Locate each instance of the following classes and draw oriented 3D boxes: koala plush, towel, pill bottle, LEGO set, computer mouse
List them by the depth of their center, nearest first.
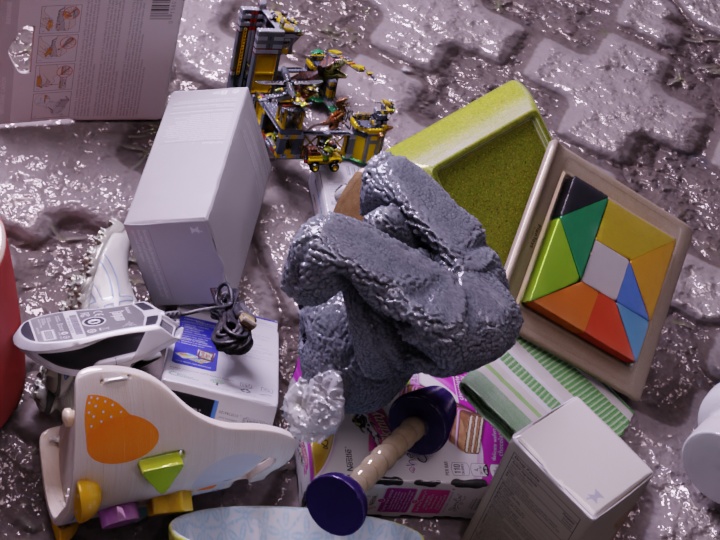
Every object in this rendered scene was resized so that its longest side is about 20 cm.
[{"bbox_3d":[0.014,0.048,1.254,0.184,0.200,0.177,40,39,4],"label":"koala plush"},{"bbox_3d":[-0.186,0.056,1.280,0.199,0.044,0.110,-8,22,-15],"label":"computer mouse"},{"bbox_3d":[0.170,0.120,1.382,0.153,0.023,0.200,45,28,2],"label":"towel"},{"bbox_3d":[0.387,0.132,1.447,0.111,0.111,0.200,40,50,17],"label":"pill bottle"},{"bbox_3d":[-0.050,-0.198,1.555,0.153,0.116,0.200,2,33,-18],"label":"LEGO set"}]

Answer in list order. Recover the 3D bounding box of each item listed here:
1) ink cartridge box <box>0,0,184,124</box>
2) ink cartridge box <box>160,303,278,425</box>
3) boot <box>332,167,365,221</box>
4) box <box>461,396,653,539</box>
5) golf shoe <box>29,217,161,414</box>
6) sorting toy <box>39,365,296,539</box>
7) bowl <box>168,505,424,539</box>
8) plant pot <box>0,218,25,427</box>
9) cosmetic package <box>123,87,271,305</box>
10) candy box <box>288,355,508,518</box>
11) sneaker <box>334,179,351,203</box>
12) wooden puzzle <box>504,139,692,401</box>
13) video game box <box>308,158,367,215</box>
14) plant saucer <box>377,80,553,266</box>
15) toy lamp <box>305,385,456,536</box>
[{"bbox_3d":[-0.265,-0.227,1.488,0.175,0.200,0.045,-4,51,-20],"label":"ink cartridge box"},{"bbox_3d":[-0.121,0.083,1.342,0.099,0.039,0.200,13,18,-6],"label":"ink cartridge box"},{"bbox_3d":[0.000,0.000,1.405,0.075,0.201,0.074,28,14,26],"label":"boot"},{"bbox_3d":[0.149,0.205,1.249,0.078,0.200,0.095,-27,63,-34],"label":"box"},{"bbox_3d":[-0.220,0.049,1.363,0.097,0.078,0.201,21,54,-15],"label":"golf shoe"},{"bbox_3d":[-0.151,0.151,1.227,0.179,0.200,0.107,0,71,-20],"label":"sorting toy"},{"bbox_3d":[-0.051,0.253,1.192,0.199,0.200,0.108,3,92,-15],"label":"bowl"},{"bbox_3d":[-0.365,0.028,1.254,0.200,0.178,0.201,9,48,-10],"label":"plant pot"},{"bbox_3d":[-0.147,-0.070,1.435,0.090,0.107,0.200,-1,41,15],"label":"cosmetic package"},{"bbox_3d":[0.042,0.145,1.361,0.199,0.061,0.137,3,49,-15],"label":"candy box"},{"bbox_3d":[0.071,-0.050,1.484,0.199,0.074,0.080,-6,77,-24],"label":"sneaker"},{"bbox_3d":[0.224,0.001,1.445,0.200,0.037,0.186,31,70,-26],"label":"wooden puzzle"},{"bbox_3d":[0.059,-0.028,1.526,0.199,0.047,0.183,2,48,-16],"label":"video game box"},{"bbox_3d":[0.134,-0.058,1.451,0.200,0.048,0.200,-31,98,-29],"label":"plant saucer"},{"bbox_3d":[0.023,0.147,1.249,0.058,0.058,0.200,35,32,14],"label":"toy lamp"}]
